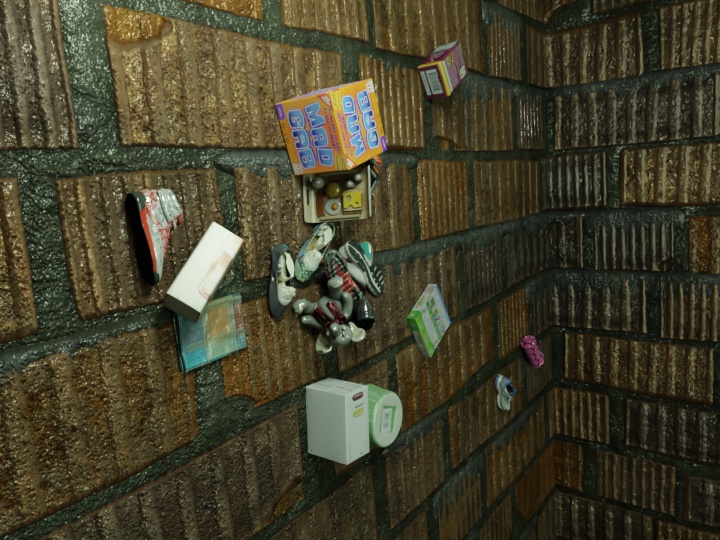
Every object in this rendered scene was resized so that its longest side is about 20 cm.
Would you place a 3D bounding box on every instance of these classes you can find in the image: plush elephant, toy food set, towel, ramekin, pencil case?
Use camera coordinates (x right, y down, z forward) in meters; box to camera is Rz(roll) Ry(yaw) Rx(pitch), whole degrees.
[{"bbox_3d":[-0.077,0.150,1.635,0.156,0.164,0.201,62,0,36],"label":"plush elephant"},{"bbox_3d":[-0.065,-0.214,1.617,0.060,0.198,0.145,-1,88,-74],"label":"toy food set"},{"bbox_3d":[-0.358,0.146,1.387,0.199,0.022,0.149,-18,106,-51],"label":"towel"},{"bbox_3d":[0.054,0.481,1.884,0.199,0.097,0.203,-4,95,-53],"label":"ramekin"},{"bbox_3d":[0.910,0.424,3.028,0.093,0.091,0.200,-38,131,-3],"label":"pencil case"}]

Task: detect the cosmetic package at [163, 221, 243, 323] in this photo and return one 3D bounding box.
[{"bbox_3d":[-0.354,0.005,1.299,0.087,0.103,0.201,31,63,-10],"label":"cosmetic package"}]

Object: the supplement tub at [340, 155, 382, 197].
[{"bbox_3d":[-0.014,-0.265,1.738,0.123,0.121,0.201,52,52,-40],"label":"supplement tub"}]

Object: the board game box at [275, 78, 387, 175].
[{"bbox_3d":[-0.077,-0.395,1.584,0.199,0.198,0.202,-36,119,-46],"label":"board game box"}]

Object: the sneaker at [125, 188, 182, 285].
[{"bbox_3d":[-0.430,-0.076,1.242,0.107,0.067,0.204,-20,105,-48],"label":"sneaker"}]

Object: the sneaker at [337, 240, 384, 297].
[{"bbox_3d":[0.000,0.000,1.771,0.201,0.080,0.074,57,43,-11],"label":"sneaker"}]

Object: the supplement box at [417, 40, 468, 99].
[{"bbox_3d":[0.313,-0.756,2.162,0.200,0.102,0.132,-52,130,-37],"label":"supplement box"}]

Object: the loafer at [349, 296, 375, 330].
[{"bbox_3d":[0.004,0.139,1.758,0.072,0.200,0.073,-1,71,-16],"label":"loafer"}]

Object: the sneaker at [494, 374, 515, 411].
[{"bbox_3d":[0.704,0.599,2.763,0.077,0.084,0.202,-41,124,-43],"label":"sneaker"}]

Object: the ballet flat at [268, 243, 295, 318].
[{"bbox_3d":[-0.208,0.030,1.541,0.073,0.072,0.203,0,92,-53],"label":"ballet flat"}]

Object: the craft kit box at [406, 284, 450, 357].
[{"bbox_3d":[0.266,0.192,2.198,0.198,0.048,0.201,-53,131,-40],"label":"craft kit box"}]

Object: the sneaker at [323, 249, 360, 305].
[{"bbox_3d":[-0.067,0.012,1.707,0.070,0.098,0.202,-31,126,-8],"label":"sneaker"}]

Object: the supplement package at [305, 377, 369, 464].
[{"bbox_3d":[-0.067,0.436,1.675,0.110,0.154,0.203,-9,100,-51],"label":"supplement package"}]

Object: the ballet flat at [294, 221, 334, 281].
[{"bbox_3d":[-0.128,-0.061,1.641,0.074,0.074,0.202,47,55,-43],"label":"ballet flat"}]

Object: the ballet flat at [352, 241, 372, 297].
[{"bbox_3d":[-0.001,0.008,1.833,0.063,0.068,0.202,53,49,-76],"label":"ballet flat"}]
